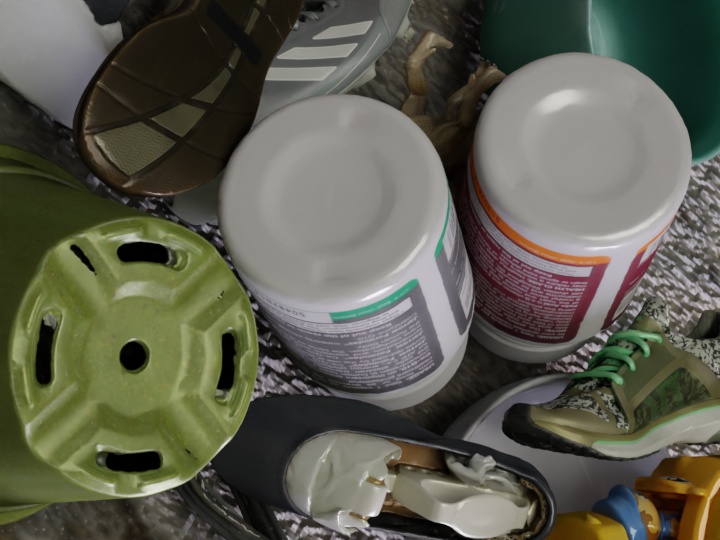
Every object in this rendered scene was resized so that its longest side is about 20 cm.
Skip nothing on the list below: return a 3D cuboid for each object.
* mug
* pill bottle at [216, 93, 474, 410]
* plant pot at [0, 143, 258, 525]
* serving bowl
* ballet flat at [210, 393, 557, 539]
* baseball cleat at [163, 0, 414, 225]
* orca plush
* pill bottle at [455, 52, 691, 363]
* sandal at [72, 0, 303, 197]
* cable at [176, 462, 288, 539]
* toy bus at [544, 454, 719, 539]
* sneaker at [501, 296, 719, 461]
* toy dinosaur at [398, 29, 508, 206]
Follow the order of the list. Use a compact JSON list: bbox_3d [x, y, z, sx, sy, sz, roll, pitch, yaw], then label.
[{"bbox_3d":[0.153,-0.120,1.098,0.152,0.114,0.185,-45,116,-34],"label":"mug"},{"bbox_3d":[0.000,0.000,0.948,0.113,0.113,0.200,-63,162,-16],"label":"pill bottle"},{"bbox_3d":[-0.146,0.034,0.856,0.200,0.190,0.201,0,90,-34],"label":"plant pot"},{"bbox_3d":[0.102,0.161,1.104,0.200,0.066,0.201,-1,91,-34],"label":"serving bowl"},{"bbox_3d":[0.019,0.113,0.976,0.200,0.073,0.073,15,83,-19],"label":"ballet flat"},{"bbox_3d":[-0.050,-0.120,0.991,0.106,0.070,0.200,49,65,-26],"label":"baseball cleat"},{"bbox_3d":[-0.183,-0.157,0.918,0.200,0.071,0.105,37,115,-25],"label":"orca plush"},{"bbox_3d":[0.109,-0.026,1.014,0.114,0.200,0.114,1,67,-3],"label":"pill bottle"},{"bbox_3d":[-0.089,-0.106,0.912,0.082,0.055,0.200,47,44,-26],"label":"sandal"},{"bbox_3d":[-0.032,0.166,0.976,0.097,0.050,0.200,-9,70,-41],"label":"cable"},{"bbox_3d":[0.151,0.192,1.035,0.192,0.136,0.201,14,81,-18],"label":"toy bus"},{"bbox_3d":[0.156,0.060,1.058,0.200,0.077,0.089,-4,92,-42],"label":"sneaker"},{"bbox_3d":[0.037,-0.076,1.009,0.200,0.058,0.101,14,107,-57],"label":"toy dinosaur"}]
